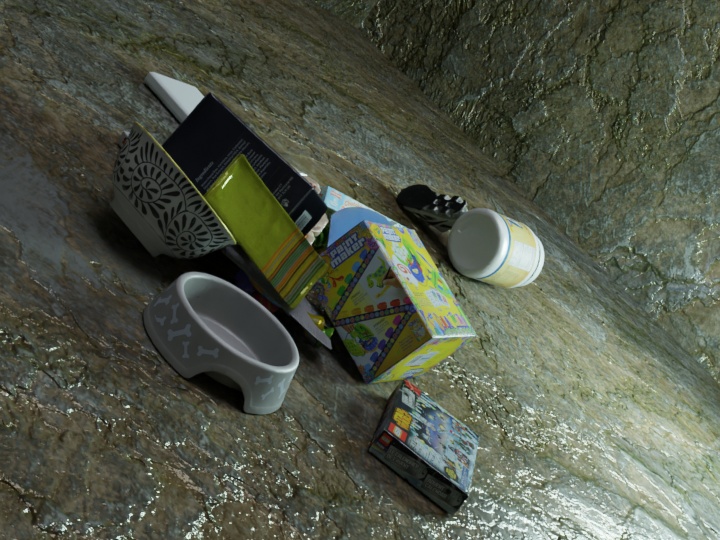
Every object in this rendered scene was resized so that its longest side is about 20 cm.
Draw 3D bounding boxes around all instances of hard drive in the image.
[{"bbox_3d":[-0.286,-0.272,2.148,0.200,0.027,0.131,48,19,28],"label":"hard drive"}]

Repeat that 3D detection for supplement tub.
[{"bbox_3d":[0.290,-0.043,2.554,0.199,0.145,0.145,16,27,-52],"label":"supplement tub"}]

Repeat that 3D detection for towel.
[{"bbox_3d":[-0.120,-0.048,1.563,0.018,0.086,0.201,-4,-48,47],"label":"towel"}]

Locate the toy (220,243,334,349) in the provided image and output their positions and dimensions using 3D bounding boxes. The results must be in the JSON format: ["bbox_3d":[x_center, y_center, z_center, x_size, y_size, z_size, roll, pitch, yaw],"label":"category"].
[{"bbox_3d":[-0.122,0.035,1.642,0.199,0.047,0.115,40,12,-12],"label":"toy"}]

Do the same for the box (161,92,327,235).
[{"bbox_3d":[-0.161,-0.124,1.702,0.200,0.118,0.197,42,-1,7],"label":"box"}]

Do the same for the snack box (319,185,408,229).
[{"bbox_3d":[-0.021,-0.089,2.100,0.198,0.038,0.115,26,-17,-36],"label":"snack box"}]

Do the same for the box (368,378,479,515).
[{"bbox_3d":[0.087,0.227,1.587,0.136,0.040,0.200,37,17,-1],"label":"box"}]

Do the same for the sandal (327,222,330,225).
[{"bbox_3d":[-0.033,-0.045,2.026,0.199,0.058,0.080,33,17,-19],"label":"sandal"}]

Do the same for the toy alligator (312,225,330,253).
[{"bbox_3d":[-0.055,-0.054,1.923,0.198,0.054,0.060,-5,78,-44],"label":"toy alligator"}]

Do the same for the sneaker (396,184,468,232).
[{"bbox_3d":[0.159,-0.124,2.627,0.199,0.074,0.089,25,-30,44],"label":"sneaker"}]

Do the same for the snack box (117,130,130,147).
[{"bbox_3d":[-0.284,-0.132,1.779,0.071,0.024,0.200,17,26,-53],"label":"snack box"}]

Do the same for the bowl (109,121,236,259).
[{"bbox_3d":[-0.255,-0.081,1.531,0.201,0.094,0.201,49,-7,8],"label":"bowl"}]

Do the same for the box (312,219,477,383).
[{"bbox_3d":[0.046,0.046,1.745,0.194,0.121,0.199,60,19,15],"label":"box"}]

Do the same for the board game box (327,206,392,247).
[{"bbox_3d":[0.000,0.000,1.912,0.156,0.039,0.203,23,58,-30],"label":"board game box"}]

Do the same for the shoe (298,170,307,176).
[{"bbox_3d":[-0.179,-0.148,1.987,0.090,0.073,0.199,24,17,34],"label":"shoe"}]

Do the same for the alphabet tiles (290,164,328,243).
[{"bbox_3d":[-0.149,-0.105,1.859,0.198,0.015,0.196,33,46,2],"label":"alphabet tiles"}]

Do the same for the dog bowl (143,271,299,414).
[{"bbox_3d":[-0.158,0.079,1.426,0.199,0.059,0.200,35,16,-11],"label":"dog bowl"}]
